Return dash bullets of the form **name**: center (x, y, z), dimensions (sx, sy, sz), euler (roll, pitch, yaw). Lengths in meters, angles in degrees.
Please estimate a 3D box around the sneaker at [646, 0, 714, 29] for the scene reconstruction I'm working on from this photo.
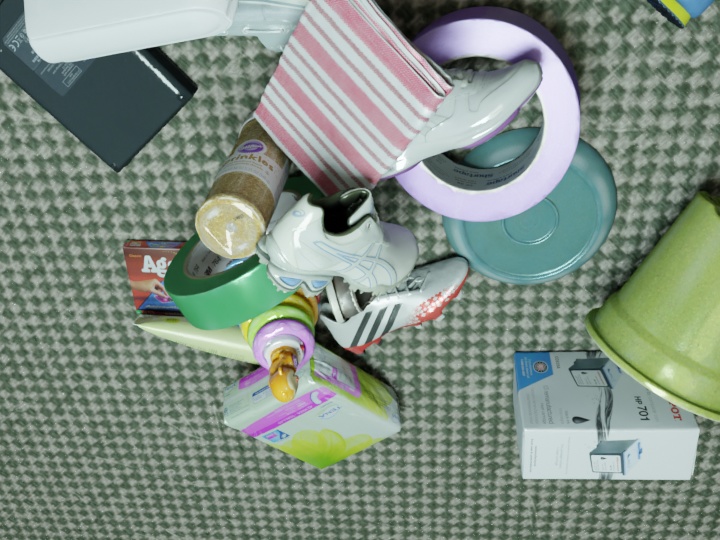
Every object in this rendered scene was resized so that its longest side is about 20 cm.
- **sneaker**: center (0.252, -0.301, 0.686), dimensions (0.199, 0.066, 0.079), euler (30, 115, -29)

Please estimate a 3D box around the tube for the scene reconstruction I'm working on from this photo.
- **tube**: center (-0.185, 0.082, 0.991), dimensions (0.197, 0.052, 0.058), euler (12, 139, -10)

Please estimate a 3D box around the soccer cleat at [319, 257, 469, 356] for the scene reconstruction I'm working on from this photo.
- **soccer cleat**: center (0.038, 0.032, 0.941), dimensions (0.199, 0.069, 0.085), euler (-31, 120, 29)

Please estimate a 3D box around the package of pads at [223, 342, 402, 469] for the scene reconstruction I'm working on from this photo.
- **package of pads**: center (-0.056, 0.176, 1.014), dimensions (0.153, 0.069, 0.199), euler (-30, 137, 24)

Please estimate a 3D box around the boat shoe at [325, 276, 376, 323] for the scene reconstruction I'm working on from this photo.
- **boat shoe**: center (0.000, 0.000, 0.845), dimensions (0.059, 0.200, 0.073), euler (-10, 104, 8)

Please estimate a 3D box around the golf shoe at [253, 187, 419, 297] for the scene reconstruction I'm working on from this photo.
- **golf shoe**: center (0.001, -0.032, 0.732), dimensions (0.079, 0.198, 0.098), euler (52, 125, 24)

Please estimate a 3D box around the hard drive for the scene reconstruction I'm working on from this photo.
- **hard drive**: center (-0.290, -0.215, 0.829), dimensions (0.139, 0.033, 0.200), euler (-36, 113, 25)

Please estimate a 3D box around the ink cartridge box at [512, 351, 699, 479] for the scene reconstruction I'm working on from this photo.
- **ink cartridge box**: center (0.290, 0.174, 0.958), dimensions (0.196, 0.147, 0.087), euler (-3, 122, 7)

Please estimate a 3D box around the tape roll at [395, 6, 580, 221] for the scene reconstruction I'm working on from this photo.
- **tape roll**: center (0.119, -0.154, 0.787), dimensions (0.197, 0.066, 0.203), euler (7, 119, 13)

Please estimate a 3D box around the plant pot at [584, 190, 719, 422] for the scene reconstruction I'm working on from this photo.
- **plant pot**: center (0.374, 0.026, 0.840), dimensions (0.198, 0.201, 0.186), euler (22, 113, -9)

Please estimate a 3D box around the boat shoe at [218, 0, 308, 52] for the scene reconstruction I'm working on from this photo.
- **boat shoe**: center (-0.086, -0.253, 0.766), dimensions (0.197, 0.071, 0.072), euler (7, 129, 8)

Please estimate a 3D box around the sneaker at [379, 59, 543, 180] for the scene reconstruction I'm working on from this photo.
- **sneaker**: center (0.067, -0.155, 0.719), dimensions (0.198, 0.075, 0.101), euler (-20, 111, 25)

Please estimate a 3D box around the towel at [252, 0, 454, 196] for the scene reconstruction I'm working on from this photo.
- **towel**: center (-0.014, -0.153, 0.713), dimensions (0.147, 0.030, 0.200), euler (49, 140, 5)

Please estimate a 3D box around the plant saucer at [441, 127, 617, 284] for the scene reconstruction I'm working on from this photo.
- **plant saucer**: center (0.190, -0.062, 0.885), dimensions (0.196, 0.028, 0.203), euler (3, 123, 4)

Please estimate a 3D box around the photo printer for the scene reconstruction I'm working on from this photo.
- **photo printer**: center (-0.202, -0.284, 0.708), dimensions (0.196, 0.069, 0.169), euler (-6, 82, 10)

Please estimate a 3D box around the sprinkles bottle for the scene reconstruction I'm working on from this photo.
- **sprinkles bottle**: center (-0.107, -0.094, 0.788), dimensions (0.067, 0.201, 0.069), euler (3, 126, 5)

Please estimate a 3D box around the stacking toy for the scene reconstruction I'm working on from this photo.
- **stacking toy**: center (-0.090, 0.070, 0.876), dimensions (0.108, 0.201, 0.117), euler (-14, 125, -2)

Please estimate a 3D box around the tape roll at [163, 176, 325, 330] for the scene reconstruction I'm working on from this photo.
- **tape roll**: center (-0.115, -0.022, 0.837), dimensions (0.198, 0.202, 0.048), euler (-22, 120, 19)

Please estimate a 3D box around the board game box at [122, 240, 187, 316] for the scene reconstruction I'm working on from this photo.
- **board game box**: center (-0.191, 0.013, 0.980), dimensions (0.196, 0.020, 0.104), euler (2, 123, 5)
